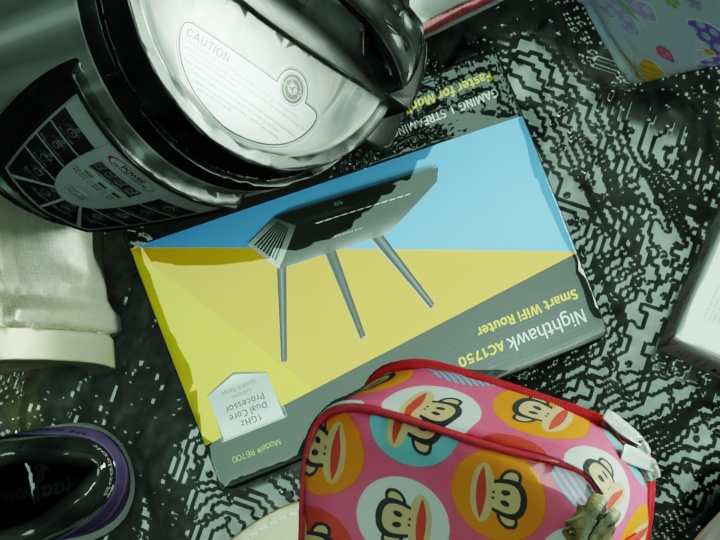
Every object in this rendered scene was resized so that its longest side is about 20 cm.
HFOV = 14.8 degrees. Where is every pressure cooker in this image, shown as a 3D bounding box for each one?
[{"bbox_3d":[-0.077,-0.115,1.208,0.175,0.199,0.180,-21,96,-43],"label":"pressure cooker"}]

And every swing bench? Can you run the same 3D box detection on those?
[{"bbox_3d":[-0.221,-0.046,1.304,0.199,0.130,0.200,-6,83,2],"label":"swing bench"}]

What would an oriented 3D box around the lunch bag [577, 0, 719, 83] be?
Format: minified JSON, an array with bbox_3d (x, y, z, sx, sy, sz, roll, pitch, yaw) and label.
[{"bbox_3d":[0.191,-0.197,1.264,0.127,0.169,0.200,49,66,-21],"label":"lunch bag"}]

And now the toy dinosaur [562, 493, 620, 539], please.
[{"bbox_3d":[0.096,0.192,1.189,0.101,0.058,0.201,26,106,20],"label":"toy dinosaur"}]

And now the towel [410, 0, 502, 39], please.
[{"bbox_3d":[-0.002,-0.205,1.303,0.143,0.023,0.201,-26,90,-2],"label":"towel"}]

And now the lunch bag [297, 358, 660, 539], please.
[{"bbox_3d":[0.058,0.152,1.250,0.175,0.082,0.201,16,114,22],"label":"lunch bag"}]

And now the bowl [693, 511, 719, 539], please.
[{"bbox_3d":[0.211,0.154,1.254,0.201,0.201,0.105,-41,66,-3],"label":"bowl"}]

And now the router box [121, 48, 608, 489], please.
[{"bbox_3d":[0.000,0.000,1.330,0.199,0.051,0.150,-22,86,-1],"label":"router box"}]

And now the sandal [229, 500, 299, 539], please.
[{"bbox_3d":[-0.080,0.193,1.305,0.212,0.070,0.078,-42,85,-3],"label":"sandal"}]

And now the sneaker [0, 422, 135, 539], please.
[{"bbox_3d":[-0.209,0.115,1.307,0.199,0.088,0.076,-20,84,0],"label":"sneaker"}]

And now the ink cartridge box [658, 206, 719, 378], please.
[{"bbox_3d":[0.262,-0.018,1.308,0.175,0.084,0.201,25,86,3],"label":"ink cartridge box"}]
